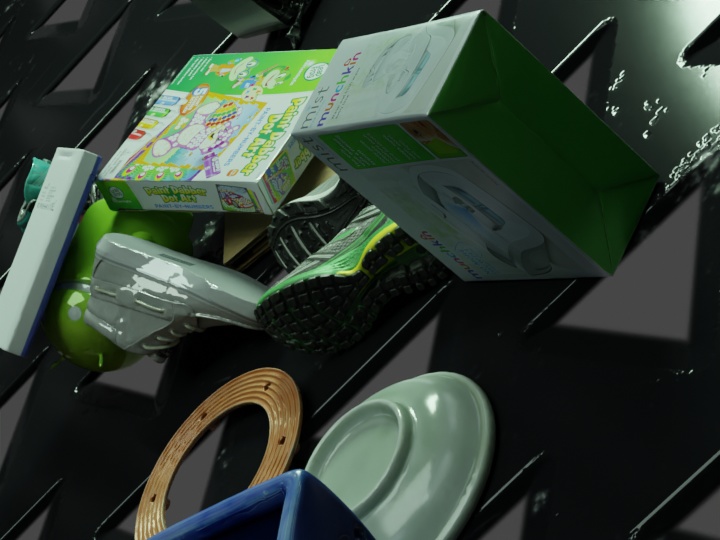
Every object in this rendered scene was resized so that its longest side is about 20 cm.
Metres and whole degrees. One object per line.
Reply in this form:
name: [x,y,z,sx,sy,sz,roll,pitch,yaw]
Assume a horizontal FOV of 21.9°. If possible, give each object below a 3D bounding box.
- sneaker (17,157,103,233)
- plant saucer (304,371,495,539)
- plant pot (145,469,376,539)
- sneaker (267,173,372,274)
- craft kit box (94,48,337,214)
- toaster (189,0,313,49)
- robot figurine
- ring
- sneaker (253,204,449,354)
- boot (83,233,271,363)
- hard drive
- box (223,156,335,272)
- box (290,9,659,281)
sneaker: [-0.302,-0.084,2.016,0.200,0.121,0.084,-33,33,30]
plant saucer: [0.009,0.150,1.349,0.200,0.050,0.200,-36,31,26]
plant pot: [-0.054,0.271,1.158,0.200,0.180,0.200,-31,34,35]
sneaker: [-0.004,-0.056,1.610,0.200,0.074,0.079,-39,-7,37]
craft kit box: [-0.123,-0.133,1.769,0.197,0.049,0.200,4,45,32]
toaster: [-0.119,-0.363,2.019,0.119,0.181,0.200,-10,48,56]
robot figurine: [-0.236,0.011,1.809,0.175,0.116,0.200,-8,50,45]
ring: [-0.115,0.169,1.546,0.200,0.019,0.201,-36,32,27]
sneaker: [0.000,0.000,1.531,0.200,0.078,0.085,-29,27,20]
boot: [-0.161,0.040,1.680,0.200,0.074,0.096,21,103,27]
hard drive: [-0.306,-0.020,1.793,0.200,0.025,0.132,-69,20,-3]
box: [-0.069,-0.106,1.800,0.163,0.021,0.200,-38,29,22]
box: [0.083,-0.086,1.359,0.176,0.200,0.097,-2,55,54]
